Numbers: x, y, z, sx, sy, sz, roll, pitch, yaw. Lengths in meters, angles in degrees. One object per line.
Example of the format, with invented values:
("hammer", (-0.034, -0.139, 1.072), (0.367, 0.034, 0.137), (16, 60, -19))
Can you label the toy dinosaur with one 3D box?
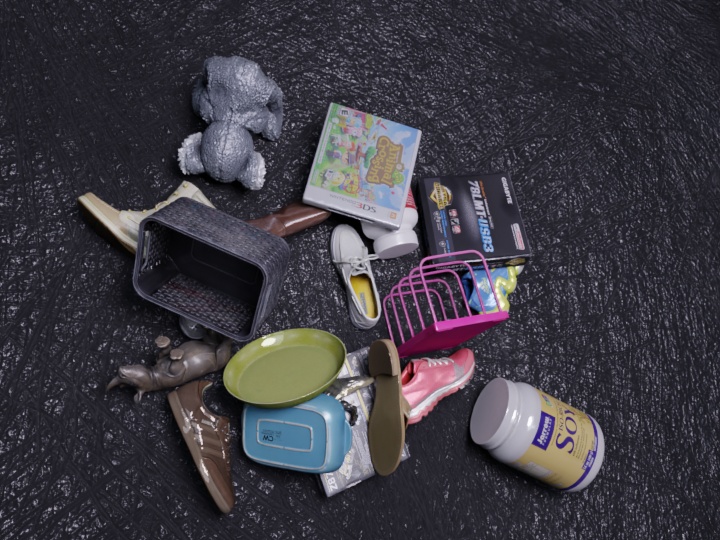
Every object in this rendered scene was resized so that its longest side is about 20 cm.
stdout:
("toy dinosaur", (-0.041, 0.209, 0.863), (0.196, 0.048, 0.090), (-4, 66, -22))

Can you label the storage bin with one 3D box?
("storage bin", (-0.218, -0.004, 0.784), (0.197, 0.137, 0.094), (23, 28, 3))

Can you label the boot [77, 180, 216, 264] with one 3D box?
("boot", (-0.348, -0.096, 0.893), (0.199, 0.072, 0.156), (38, 65, -11))

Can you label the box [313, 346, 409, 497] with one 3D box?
("box", (-0.024, 0.252, 0.903), (0.159, 0.049, 0.203), (-17, 78, -25))

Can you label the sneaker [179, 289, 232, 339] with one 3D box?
("sneaker", (-0.219, 0.032, 0.890), (0.075, 0.082, 0.200), (47, 64, 1))

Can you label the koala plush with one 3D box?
("koala plush", (-0.232, -0.250, 0.944), (0.174, 0.184, 0.204), (16, 79, -13))

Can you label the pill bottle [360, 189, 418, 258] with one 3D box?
("pill bottle", (0.047, -0.132, 1.021), (0.110, 0.112, 0.204), (-8, 74, -21))

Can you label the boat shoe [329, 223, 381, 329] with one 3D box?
("boat shoe", (-0.004, 0.001, 0.973), (0.073, 0.086, 0.206), (-6, 75, -21))

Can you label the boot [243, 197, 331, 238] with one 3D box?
("boot", (-0.120, -0.076, 0.921), (0.197, 0.186, 0.065), (-21, 120, -24))

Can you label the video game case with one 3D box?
("video game case", (0.006, -0.190, 0.961), (0.179, 0.022, 0.203), (16, 72, -5))

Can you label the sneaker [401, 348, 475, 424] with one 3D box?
("sneaker", (0.129, 0.186, 0.954), (0.199, 0.073, 0.088), (-33, 101, -25))

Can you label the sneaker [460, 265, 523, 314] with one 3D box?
("sneaker", (0.266, 0.000, 1.075), (0.104, 0.076, 0.203), (23, 67, -10))

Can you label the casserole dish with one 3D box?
("casserole dish", (-0.109, 0.247, 0.815), (0.196, 0.039, 0.124), (2, 90, 23))

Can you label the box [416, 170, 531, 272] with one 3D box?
("box", (0.222, -0.099, 1.068), (0.194, 0.050, 0.203), (-5, 65, -2))

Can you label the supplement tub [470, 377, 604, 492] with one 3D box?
("supplement tub", (0.313, 0.291, 0.954), (0.198, 0.145, 0.147), (27, 65, -9))

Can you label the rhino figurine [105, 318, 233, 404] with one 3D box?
("rhino figurine", (-0.287, 0.144, 0.818), (0.198, 0.088, 0.060), (-22, 51, -30))

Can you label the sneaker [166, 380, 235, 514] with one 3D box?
("sneaker", (-0.225, 0.265, 0.816), (0.075, 0.070, 0.202), (-24, 82, -25))

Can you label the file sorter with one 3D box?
("file sorter", (0.136, 0.063, 0.941), (0.136, 0.200, 0.128), (-7, 71, -21))

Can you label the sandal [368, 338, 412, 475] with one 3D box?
("sandal", (0.060, 0.220, 0.875), (0.069, 0.077, 0.216), (1, 85, -44))

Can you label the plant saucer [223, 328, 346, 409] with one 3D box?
("plant saucer", (-0.117, 0.158, 0.847), (0.197, 0.199, 0.032), (-19, 117, -23))
